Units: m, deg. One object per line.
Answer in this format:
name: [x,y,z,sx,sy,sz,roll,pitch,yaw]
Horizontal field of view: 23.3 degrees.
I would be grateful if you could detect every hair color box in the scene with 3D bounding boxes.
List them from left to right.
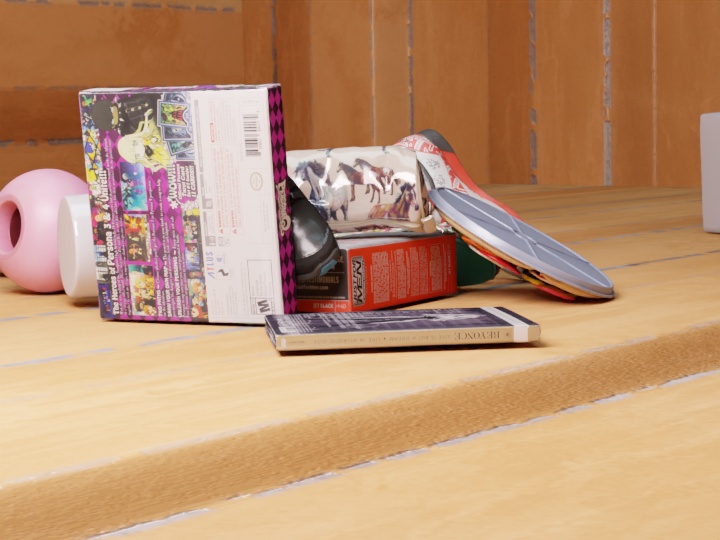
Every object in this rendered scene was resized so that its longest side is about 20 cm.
hair color box: [0.000,0.000,1.607,0.101,0.062,0.200,1,5,32]

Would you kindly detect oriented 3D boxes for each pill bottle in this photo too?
pill bottle: [-0.182,-0.027,1.663,0.199,0.115,0.114,-3,6,-21]

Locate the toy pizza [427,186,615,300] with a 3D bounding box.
toy pizza: [0.147,-0.018,1.638,0.199,0.032,0.200,27,11,-6]

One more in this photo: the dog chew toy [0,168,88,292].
dog chew toy: [-0.281,-0.037,1.797,0.199,0.125,0.124,6,-1,-45]

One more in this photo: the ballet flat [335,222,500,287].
ballet flat: [0.045,-0.023,1.743,0.199,0.076,0.064,1,34,14]

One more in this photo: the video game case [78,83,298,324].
video game case: [-0.146,-0.056,1.477,0.180,0.201,0.036,0,12,23]

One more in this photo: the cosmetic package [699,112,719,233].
cosmetic package: [0.589,-0.134,2.367,0.199,0.167,0.167,-4,6,-22]

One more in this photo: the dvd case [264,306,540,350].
dvd case: [0.028,0.045,1.362,0.199,0.016,0.149,-2,4,-6]

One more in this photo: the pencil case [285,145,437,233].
pencil case: [-0.032,-0.066,1.591,0.199,0.090,0.078,-3,-24,1]

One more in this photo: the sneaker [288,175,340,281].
sneaker: [-0.096,-0.069,1.503,0.073,0.200,0.082,-39,-25,-18]

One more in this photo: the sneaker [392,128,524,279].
sneaker: [0.088,-0.051,1.797,0.108,0.202,0.067,-28,-20,-36]
